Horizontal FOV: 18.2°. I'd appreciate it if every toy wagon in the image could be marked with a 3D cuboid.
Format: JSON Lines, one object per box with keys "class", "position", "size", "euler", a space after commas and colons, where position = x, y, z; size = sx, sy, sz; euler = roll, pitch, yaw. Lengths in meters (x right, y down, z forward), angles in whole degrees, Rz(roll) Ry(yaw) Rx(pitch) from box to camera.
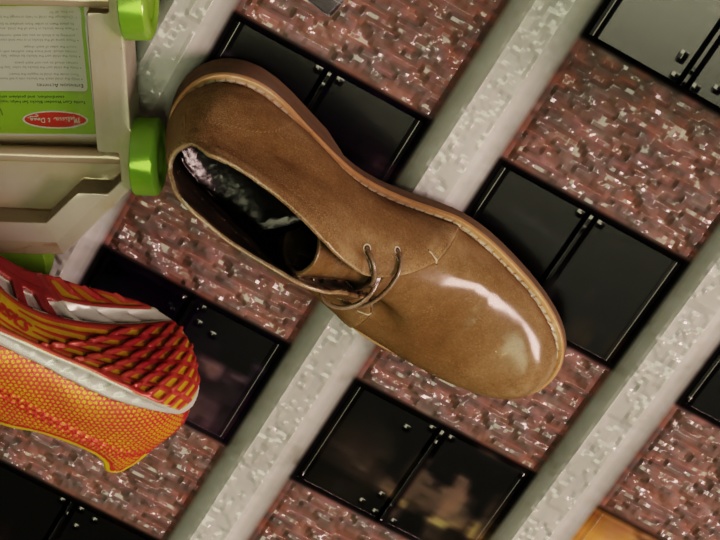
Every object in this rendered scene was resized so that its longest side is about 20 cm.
{"class": "toy wagon", "position": [-0.157, -0.060, 0.917], "size": [0.155, 0.040, 0.201], "euler": [2, 119, 5]}

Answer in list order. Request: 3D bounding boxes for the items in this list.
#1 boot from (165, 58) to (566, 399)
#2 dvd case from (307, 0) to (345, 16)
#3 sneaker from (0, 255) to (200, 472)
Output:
{"class": "boot", "position": [0.000, 0.000, 0.914], "size": [0.200, 0.076, 0.074], "euler": [36, 114, -15]}
{"class": "dvd case", "position": [-0.007, -0.211, 0.831], "size": [0.149, 0.016, 0.200], "euler": [37, 117, -13]}
{"class": "sneaker", "position": [-0.163, 0.022, 0.903], "size": [0.200, 0.073, 0.077], "euler": [33, 127, -9]}
